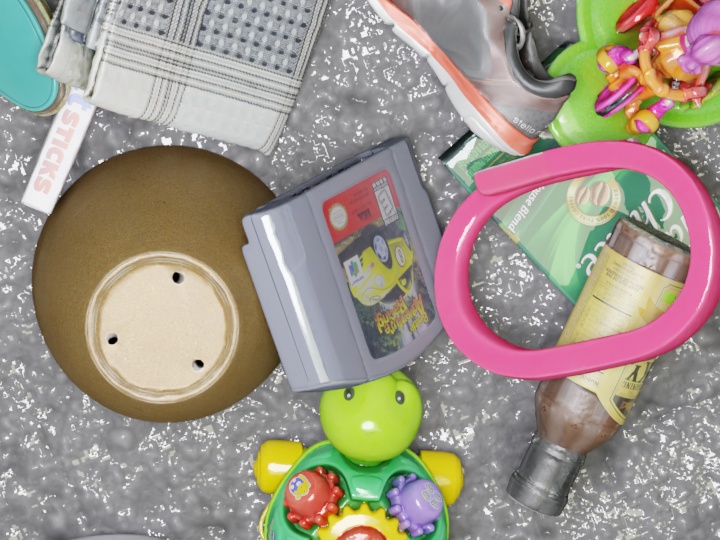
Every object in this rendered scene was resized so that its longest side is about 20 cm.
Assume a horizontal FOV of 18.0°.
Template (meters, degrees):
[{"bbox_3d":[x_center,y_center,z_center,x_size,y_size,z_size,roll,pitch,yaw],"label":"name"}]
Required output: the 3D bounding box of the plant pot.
[{"bbox_3d":[-0.122,0.020,1.443,0.186,0.200,0.187,-1,97,-4],"label":"plant pot"}]

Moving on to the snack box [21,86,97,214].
[{"bbox_3d":[-0.172,-0.135,1.482,0.024,0.072,0.200,23,96,-7],"label":"snack box"}]

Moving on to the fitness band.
[{"bbox_3d":[0.138,-0.006,1.452,0.200,0.037,0.144,-13,84,28],"label":"fitness band"}]

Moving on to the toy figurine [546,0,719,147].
[{"bbox_3d":[0.219,-0.159,1.422,0.200,0.184,0.150,-44,97,-14],"label":"toy figurine"}]

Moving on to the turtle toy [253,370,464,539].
[{"bbox_3d":[0.000,0.156,1.517,0.145,0.101,0.200,4,97,-4],"label":"turtle toy"}]

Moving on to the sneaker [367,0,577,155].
[{"bbox_3d":[0.069,-0.172,1.469,0.082,0.077,0.200,-42,83,25],"label":"sneaker"}]

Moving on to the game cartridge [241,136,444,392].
[{"bbox_3d":[0.000,0.000,1.455,0.041,0.200,0.133,-10,102,30],"label":"game cartridge"}]

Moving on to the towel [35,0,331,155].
[{"bbox_3d":[-0.096,-0.183,1.450,0.200,0.035,0.193,16,98,-41],"label":"towel"}]

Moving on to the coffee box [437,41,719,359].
[{"bbox_3d":[0.164,-0.042,1.529,0.123,0.044,0.200,-42,98,3],"label":"coffee box"}]

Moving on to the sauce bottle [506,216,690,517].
[{"bbox_3d":[0.155,0.066,1.494,0.065,0.065,0.200,23,102,-6],"label":"sauce bottle"}]

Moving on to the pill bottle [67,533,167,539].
[{"bbox_3d":[-0.165,0.284,1.521,0.109,0.109,0.201,-2,97,-3],"label":"pill bottle"}]

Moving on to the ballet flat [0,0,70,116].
[{"bbox_3d":[-0.248,-0.184,1.466,0.200,0.071,0.071,45,93,4],"label":"ballet flat"}]
